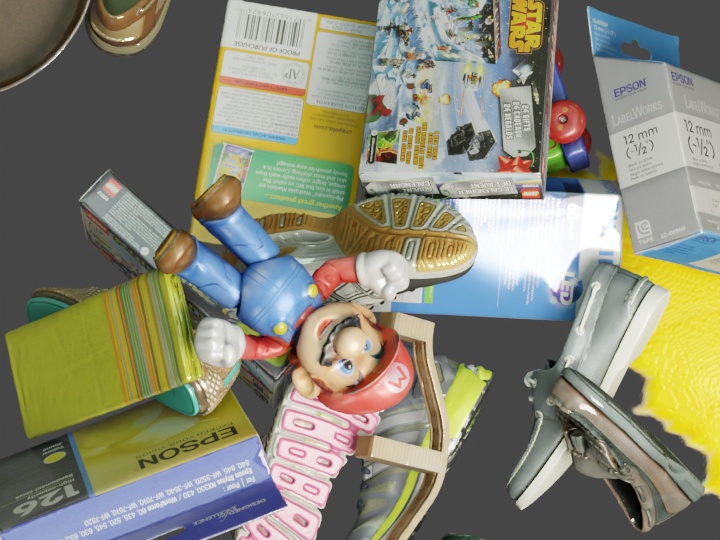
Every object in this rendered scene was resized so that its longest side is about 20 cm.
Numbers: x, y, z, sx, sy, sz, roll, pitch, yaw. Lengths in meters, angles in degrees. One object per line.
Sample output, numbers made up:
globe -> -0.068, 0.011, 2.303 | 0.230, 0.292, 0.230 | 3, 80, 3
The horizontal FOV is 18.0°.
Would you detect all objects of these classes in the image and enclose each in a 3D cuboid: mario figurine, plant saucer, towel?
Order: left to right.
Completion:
plant saucer -> -0.301, -0.224, 1.786 | 0.199, 0.032, 0.202 | -3, 72, 9
towel -> -0.190, 0.062, 1.663 | 0.018, 0.199, 0.087 | -3, 77, -46
mario figurine -> -0.042, 0.023, 1.580 | 0.200, 0.106, 0.124 | 39, 115, -8

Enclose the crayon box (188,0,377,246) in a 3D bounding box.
crayon box -> -0.059, -0.103, 1.776 | 0.125, 0.052, 0.201 | 9, 74, -1

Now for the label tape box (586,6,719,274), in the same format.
label tape box -> 0.250, -0.106, 1.748 | 0.066, 0.143, 0.202 | -18, 74, 34

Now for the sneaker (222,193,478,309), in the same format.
sneaker -> 0.000, 0.000, 1.679 | 0.199, 0.088, 0.076 | -2, 43, 25

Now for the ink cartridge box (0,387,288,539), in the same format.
ink cartridge box -> -0.167, 0.153, 1.630 | 0.196, 0.200, 0.047 | -20, 106, -9

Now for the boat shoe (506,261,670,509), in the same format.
boat shoe -> 0.158, 0.086, 1.712 | 0.062, 0.073, 0.201 | 33, 102, 14

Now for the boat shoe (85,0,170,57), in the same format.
boat shoe -> -0.163, -0.269, 1.802 | 0.075, 0.074, 0.201 | 15, 75, 0

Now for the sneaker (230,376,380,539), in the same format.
sneaker -> -0.045, 0.129, 1.688 | 0.073, 0.087, 0.201 | 25, 88, -18

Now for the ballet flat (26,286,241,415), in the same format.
ballet flat -> -0.165, 0.052, 1.699 | 0.199, 0.071, 0.065 | 26, 49, 35

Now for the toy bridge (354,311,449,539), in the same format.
toy bridge -> 0.030, 0.134, 1.647 | 0.067, 0.027, 0.202 | 15, 77, -29

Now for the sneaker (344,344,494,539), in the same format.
sneaker -> 0.023, 0.146, 1.711 | 0.081, 0.074, 0.201 | 27, 68, 11

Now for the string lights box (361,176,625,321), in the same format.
string lights box -> 0.098, -0.019, 1.739 | 0.198, 0.059, 0.104 | 3, 104, -3

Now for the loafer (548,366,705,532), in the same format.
loafer -> 0.188, 0.139, 1.664 | 0.063, 0.200, 0.072 | -47, 47, 4

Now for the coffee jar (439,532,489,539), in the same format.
coffee jar -> 0.076, 0.301, 1.658 | 0.104, 0.085, 0.201 | 20, 74, -1

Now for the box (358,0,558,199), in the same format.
box -> 0.077, -0.146, 1.710 | 0.136, 0.040, 0.201 | 1, 59, 11

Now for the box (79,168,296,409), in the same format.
box -> -0.126, 0.015, 1.710 | 0.200, 0.110, 0.035 | 42, 77, 8

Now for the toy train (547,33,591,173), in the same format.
toy train -> 0.102, -0.162, 1.793 | 0.115, 0.085, 0.201 | -19, 77, 5
